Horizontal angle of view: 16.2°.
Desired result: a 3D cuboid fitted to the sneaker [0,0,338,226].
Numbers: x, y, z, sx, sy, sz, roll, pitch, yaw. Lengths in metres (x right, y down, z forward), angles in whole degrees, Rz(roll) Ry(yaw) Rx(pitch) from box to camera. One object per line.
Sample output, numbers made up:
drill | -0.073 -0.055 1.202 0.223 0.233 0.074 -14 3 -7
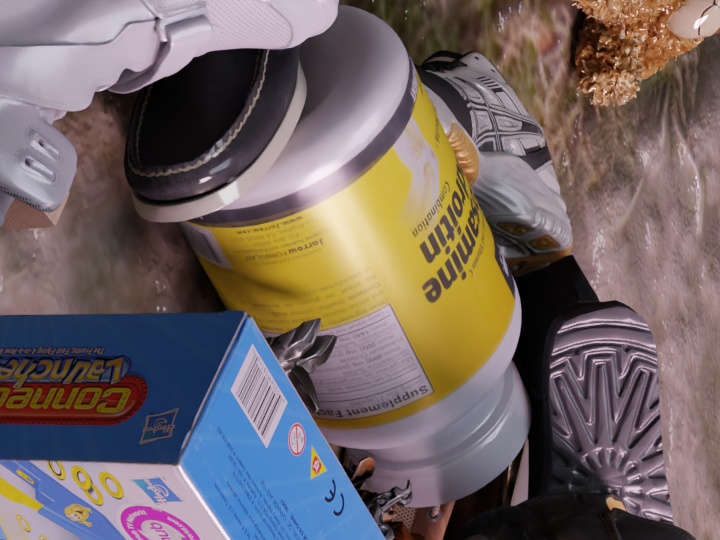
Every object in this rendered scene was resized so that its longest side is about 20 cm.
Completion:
sneaker | -0.096 -0.066 0.846 0.199 0.075 0.116 5 76 -32

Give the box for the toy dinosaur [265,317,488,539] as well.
toy dinosaur | -0.039 0.099 0.931 0.199 0.102 0.137 17 51 -43

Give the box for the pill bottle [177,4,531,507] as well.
pill bottle | 0.000 0.000 1.027 0.201 0.111 0.112 62 39 -37

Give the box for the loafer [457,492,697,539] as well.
loafer | 0.098 0.118 0.965 0.072 0.200 0.073 -24 104 -10

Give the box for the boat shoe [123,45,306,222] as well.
boat shoe | -0.055 -0.099 0.957 0.201 0.071 0.068 -75 148 -42

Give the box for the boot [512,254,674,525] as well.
boot | 0.093 0.083 1.162 0.200 0.065 0.166 -138 -127 -81

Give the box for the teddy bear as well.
teddy bear | 0.141 -0.164 1.321 0.200 0.066 0.146 50 50 -46

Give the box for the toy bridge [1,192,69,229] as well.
toy bridge | -0.129 -0.042 0.890 0.067 0.027 0.201 55 43 -43

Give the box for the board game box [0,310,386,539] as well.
board game box | -0.085 0.099 0.795 0.201 0.194 0.056 60 41 -38

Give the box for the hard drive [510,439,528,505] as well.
hard drive | 0.103 0.178 1.282 0.132 0.026 0.201 48 48 -48

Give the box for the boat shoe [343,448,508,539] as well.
boat shoe | 0.029 0.155 1.109 0.076 0.071 0.202 14 77 -59

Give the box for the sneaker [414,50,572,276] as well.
sneaker | 0.027 -0.064 1.136 0.200 0.075 0.088 35 42 -56
